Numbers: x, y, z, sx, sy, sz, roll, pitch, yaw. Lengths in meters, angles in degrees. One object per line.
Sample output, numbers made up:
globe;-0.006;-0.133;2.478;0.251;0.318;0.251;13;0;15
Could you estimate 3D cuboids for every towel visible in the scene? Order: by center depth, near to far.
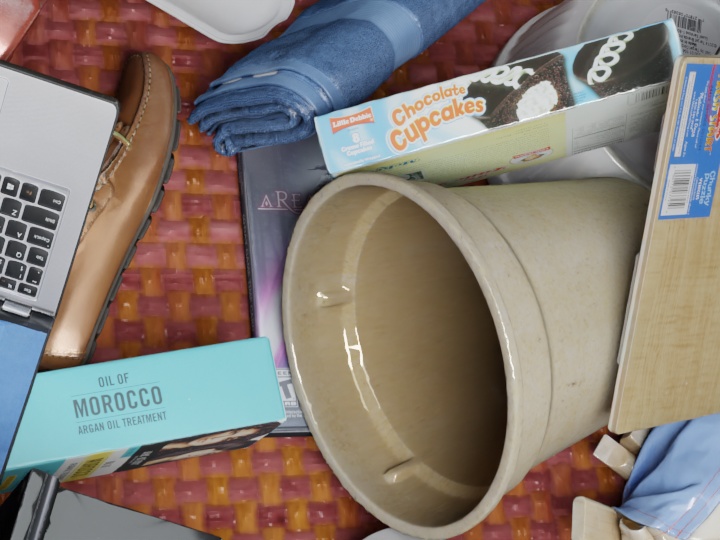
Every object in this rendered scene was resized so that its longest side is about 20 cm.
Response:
towel;-0.005;-0.139;1.083;0.200;0.111;0.049;-41;113;-36

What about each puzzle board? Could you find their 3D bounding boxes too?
puzzle board;0.196;-0.017;0.981;0.150;0.017;0.201;-5;109;-43

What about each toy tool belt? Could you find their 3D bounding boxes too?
toy tool belt;0.206;0.108;1.083;0.123;0.125;0.200;38;63;-13

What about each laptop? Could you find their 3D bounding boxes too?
laptop;-0.239;-0.005;0.886;0.186;0.201;0.116;18;23;-8

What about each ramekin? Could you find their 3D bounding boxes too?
ramekin;0.183;-0.097;1.152;0.199;0.105;0.201;6;70;-18

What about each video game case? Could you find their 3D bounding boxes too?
video game case;0.000;0.000;1.101;0.142;0.019;0.201;0;73;-20

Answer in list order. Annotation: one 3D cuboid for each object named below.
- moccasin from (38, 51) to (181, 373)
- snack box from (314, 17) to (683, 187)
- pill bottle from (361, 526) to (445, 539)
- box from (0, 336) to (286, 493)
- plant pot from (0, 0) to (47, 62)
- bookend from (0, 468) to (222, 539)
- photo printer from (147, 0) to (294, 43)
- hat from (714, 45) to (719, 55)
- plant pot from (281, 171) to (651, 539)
moccasin;-0.160;-0.037;1.030;0.078;0.074;0.202;28;74;-18
snack box;0.080;-0.084;1.021;0.199;0.116;0.037;-15;79;4
pill bottle;0.052;0.216;0.941;0.111;0.200;0.112;-8;114;-18
box;-0.148;0.083;0.983;0.199;0.082;0.049;-9;77;-22
plant pot;-0.272;-0.168;0.972;0.195;0.201;0.201;35;64;-14
bookend;-0.099;0.189;0.899;0.199;0.199;0.093;20;66;-14
photo printer;-0.120;-0.223;1.046;0.200;0.069;0.167;25;35;-59
hat;0.253;-0.092;1.063;0.200;0.081;0.202;-9;113;-22
plant pot;0.087;0.029;1.022;0.183;0.200;0.201;-14;77;-35
